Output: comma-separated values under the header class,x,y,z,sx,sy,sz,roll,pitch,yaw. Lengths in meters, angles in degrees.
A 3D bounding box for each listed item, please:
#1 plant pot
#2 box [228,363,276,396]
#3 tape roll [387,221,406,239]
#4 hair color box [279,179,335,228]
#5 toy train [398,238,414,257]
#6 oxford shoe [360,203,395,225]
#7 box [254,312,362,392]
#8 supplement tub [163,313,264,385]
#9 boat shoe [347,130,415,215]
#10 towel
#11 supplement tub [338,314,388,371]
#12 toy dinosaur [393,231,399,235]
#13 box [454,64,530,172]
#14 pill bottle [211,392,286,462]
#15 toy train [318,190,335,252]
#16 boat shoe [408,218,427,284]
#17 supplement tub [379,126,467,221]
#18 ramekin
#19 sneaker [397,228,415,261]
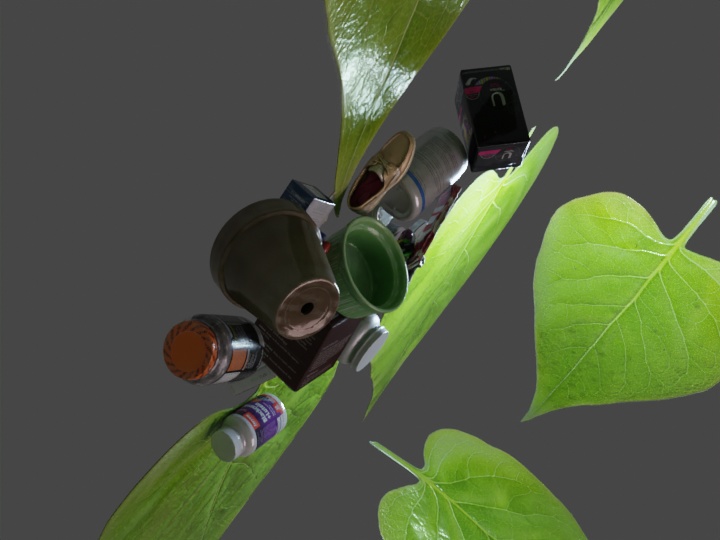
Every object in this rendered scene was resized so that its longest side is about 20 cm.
class,x,y,z,sx,sy,sz,roll,pitch,yaw
plant pot,-0.123,0.014,1.191,0.197,0.174,0.203,-22,135,-23
box,-0.202,0.230,1.737,0.143,0.037,0.199,-27,177,31
tape roll,0.044,-0.024,1.811,0.200,0.065,0.203,-39,142,-39
hair color box,-0.138,-0.060,1.318,0.201,0.060,0.100,-55,162,11
toy train,0.024,-0.034,1.629,0.196,0.043,0.056,-11,175,-7
oxford shoe,0.056,-0.148,1.706,0.200,0.057,0.077,-43,121,-55
box,-0.116,0.118,1.596,0.165,0.164,0.202,-24,150,-57
supplement tub,-0.261,0.141,1.309,0.123,0.122,0.200,-52,164,5
boat shoe,0.041,-0.199,1.501,0.202,0.073,0.069,-55,168,13
towel,0.159,-0.097,1.676,0.202,0.022,0.144,-61,-176,-10
supplement tub,-0.043,0.131,1.772,0.145,0.199,0.145,-45,164,-17
toy dinosaur,0.015,-0.062,1.661,0.199,0.099,0.060,0,88,-63
box,0.288,-0.336,1.619,0.119,0.204,0.106,-8,158,-4
pill bottle,-0.285,0.402,1.859,0.199,0.111,0.112,-29,154,-55
toy train,-0.093,-0.064,1.431,0.202,0.084,0.116,-57,178,4
boat shoe,0.127,-0.031,1.807,0.202,0.065,0.072,-58,149,-13
supplement tub,0.133,-0.215,1.623,0.199,0.132,0.133,-41,162,-30
ramekin,0.000,0.000,1.503,0.097,0.203,0.199,-21,-174,38
sneaker,0.061,-0.028,1.694,0.202,0.089,0.075,-65,-177,-31
